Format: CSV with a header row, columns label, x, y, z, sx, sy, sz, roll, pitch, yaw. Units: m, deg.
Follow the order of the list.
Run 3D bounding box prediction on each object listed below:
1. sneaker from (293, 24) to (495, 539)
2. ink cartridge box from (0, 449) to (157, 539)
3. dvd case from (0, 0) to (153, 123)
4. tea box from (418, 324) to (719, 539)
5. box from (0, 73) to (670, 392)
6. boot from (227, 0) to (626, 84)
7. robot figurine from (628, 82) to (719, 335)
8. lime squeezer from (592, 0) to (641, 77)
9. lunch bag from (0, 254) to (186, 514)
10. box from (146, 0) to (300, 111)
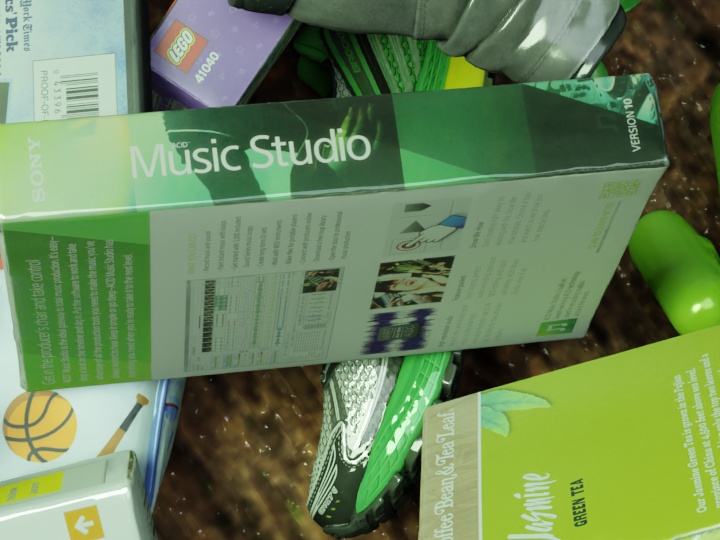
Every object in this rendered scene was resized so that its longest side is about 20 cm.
label,x,y,z,sx,sy,sz,roll,pitch,yaw
sneaker,0.000,0.000,0.831,0.085,0.078,0.201,6,75,1
ink cartridge box,-0.150,0.180,0.772,0.199,0.047,0.199,-13,104,2
dvd case,-0.167,-0.086,0.725,0.199,0.018,0.143,-5,74,5
tea box,0.138,0.133,0.740,0.196,0.134,0.201,-17,113,10
box,-0.014,-0.009,0.713,0.199,0.144,0.036,-6,68,-8
boot,0.039,-0.161,0.718,0.131,0.070,0.201,13,94,-9
robot figurine,0.193,-0.014,0.827,0.175,0.116,0.201,-7,85,-9
lime squeezer,0.101,-0.080,0.858,0.070,0.038,0.201,28,85,13
lunch bag,-0.161,0.028,0.802,0.199,0.076,0.161,11,87,-5
box,-0.014,-0.134,0.804,0.039,0.137,0.200,34,81,-3
